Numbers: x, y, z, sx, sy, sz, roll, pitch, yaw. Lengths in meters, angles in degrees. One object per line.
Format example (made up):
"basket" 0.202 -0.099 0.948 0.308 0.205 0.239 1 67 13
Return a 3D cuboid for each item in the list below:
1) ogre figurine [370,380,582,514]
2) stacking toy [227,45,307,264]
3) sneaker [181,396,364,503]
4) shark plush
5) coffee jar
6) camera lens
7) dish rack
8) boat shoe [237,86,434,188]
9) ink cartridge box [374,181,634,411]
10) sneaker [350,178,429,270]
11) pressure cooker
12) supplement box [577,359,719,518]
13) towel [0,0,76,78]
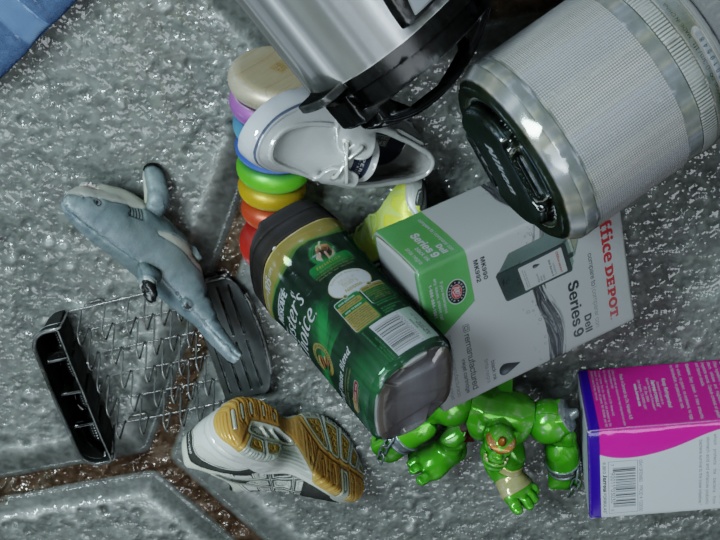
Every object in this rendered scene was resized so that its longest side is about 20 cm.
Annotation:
"ogre figurine" 0.118 0.153 1.562 0.198 0.098 0.121 24 137 9
"stacking toy" -0.072 -0.086 1.430 0.084 0.086 0.202 3 128 -2
"sneaker" -0.082 0.174 1.573 0.087 0.076 0.199 -30 139 32
"shark plush" -0.182 0.006 1.451 0.090 0.083 0.201 -26 101 18
"coffee jar" -0.012 0.037 1.379 0.085 0.200 0.105 -29 144 -20
"camera lens" 0.188 -0.134 1.316 0.199 0.160 0.161 -34 118 -8
"dish rack" -0.184 0.086 1.539 0.198 0.055 0.155 -13 121 7
"boat shoe" -0.012 -0.101 1.355 0.199 0.065 0.074 -8 131 -48
"ink cartridge box" 0.125 0.005 1.428 0.198 0.084 0.147 -24 124 -17
"sneaker" 0.000 0.000 1.476 0.076 0.076 0.201 21 117 -13
"pressure cooker" 0.007 -0.216 1.280 0.175 0.179 0.201 -34 107 16
"supplement box" 0.304 0.153 1.554 0.197 0.104 0.102 -4 121 3
"towel" -0.286 -0.236 1.348 0.200 0.049 0.112 -39 114 22
